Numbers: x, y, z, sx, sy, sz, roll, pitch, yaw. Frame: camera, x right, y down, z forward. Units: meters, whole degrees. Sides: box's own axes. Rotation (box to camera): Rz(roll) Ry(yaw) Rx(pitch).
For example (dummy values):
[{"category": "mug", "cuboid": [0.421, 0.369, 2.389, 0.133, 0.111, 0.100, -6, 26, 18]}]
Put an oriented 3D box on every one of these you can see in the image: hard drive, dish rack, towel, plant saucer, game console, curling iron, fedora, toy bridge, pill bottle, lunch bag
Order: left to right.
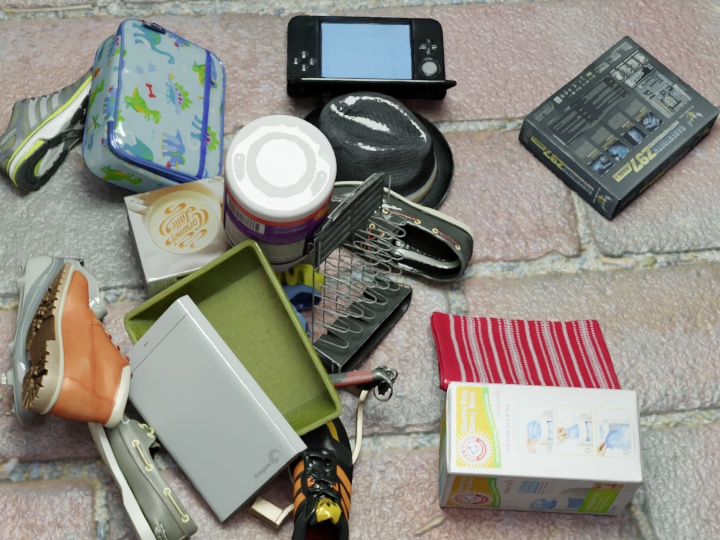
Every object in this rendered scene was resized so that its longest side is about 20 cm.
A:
[{"category": "lunch bag", "cuboid": [-0.233, -0.184, 1.628, 0.160, 0.082, 0.201, 23, 55, -33]}, {"category": "hard drive", "cuboid": [-0.161, 0.144, 1.444, 0.200, 0.132, 0.027, 51, 29, 9]}, {"category": "plant saucer", "cuboid": [-0.126, 0.092, 1.457, 0.200, 0.200, 0.048, 62, 29, 3]}, {"category": "pill bottle", "cuboid": [-0.087, -0.069, 1.446, 0.111, 0.200, 0.112, 2, 70, -6]}, {"category": "curling iron", "cuboid": [-0.054, 0.130, 1.495, 0.199, 0.050, 0.026, -9, 49, 14]}, {"category": "toy bridge", "cuboid": [-0.037, 0.193, 1.495, 0.067, 0.027, 0.200, 31, 64, 10]}, {"category": "dish rack", "cuboid": [0.000, 0.000, 1.497, 0.054, 0.201, 0.153, 23, 46, 22]}, {"category": "game console", "cuboid": [0.010, -0.267, 1.699, 0.199, 0.117, 0.177, 1, 61, -4]}, {"category": "fedora", "cuboid": [0.015, -0.147, 1.646, 0.199, 0.092, 0.202, 1, 62, -3]}, {"category": "towel", "cuboid": [0.178, 0.092, 1.529, 0.199, 0.023, 0.145, 3, 30, -3]}]

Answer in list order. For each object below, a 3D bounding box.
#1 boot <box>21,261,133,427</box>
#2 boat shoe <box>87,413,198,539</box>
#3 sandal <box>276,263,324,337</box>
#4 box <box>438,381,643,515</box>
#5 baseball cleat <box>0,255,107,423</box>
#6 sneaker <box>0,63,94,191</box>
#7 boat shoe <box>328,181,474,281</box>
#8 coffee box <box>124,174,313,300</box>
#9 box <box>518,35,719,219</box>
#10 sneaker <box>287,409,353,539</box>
[{"category": "boot", "cuboid": [-0.289, 0.079, 1.453, 0.107, 0.075, 0.201, 21, 39, -26]}, {"category": "boat shoe", "cuboid": [-0.234, 0.198, 1.454, 0.060, 0.072, 0.202, -23, 70, -15]}, {"category": "sandal", "cuboid": [-0.132, 0.049, 1.541, 0.199, 0.080, 0.087, -9, 65, -7]}, {"category": "box", "cuboid": [0.183, 0.188, 1.464, 0.199, 0.113, 0.102, 3, 62, -2]}, {"category": "baseball cleat", "cuboid": [-0.330, 0.069, 1.518, 0.106, 0.070, 0.201, -1, 62, -4]}, {"category": "sneaker", "cuboid": [-0.365, -0.187, 1.657, 0.081, 0.074, 0.200, 30, 61, 17]}, {"category": "boat shoe", "cuboid": [0.032, -0.045, 1.596, 0.200, 0.074, 0.063, 19, 36, 1]}, {"category": "coffee box", "cuboid": [-0.156, -0.041, 1.583, 0.199, 0.080, 0.115, -13, 65, -11]}, {"category": "box", "cuboid": [0.316, -0.177, 1.709, 0.200, 0.051, 0.158, -40, 71, -23]}, {"category": "sneaker", "cuboid": [-0.036, 0.231, 1.414, 0.070, 0.090, 0.201, 6, 73, -12]}]
